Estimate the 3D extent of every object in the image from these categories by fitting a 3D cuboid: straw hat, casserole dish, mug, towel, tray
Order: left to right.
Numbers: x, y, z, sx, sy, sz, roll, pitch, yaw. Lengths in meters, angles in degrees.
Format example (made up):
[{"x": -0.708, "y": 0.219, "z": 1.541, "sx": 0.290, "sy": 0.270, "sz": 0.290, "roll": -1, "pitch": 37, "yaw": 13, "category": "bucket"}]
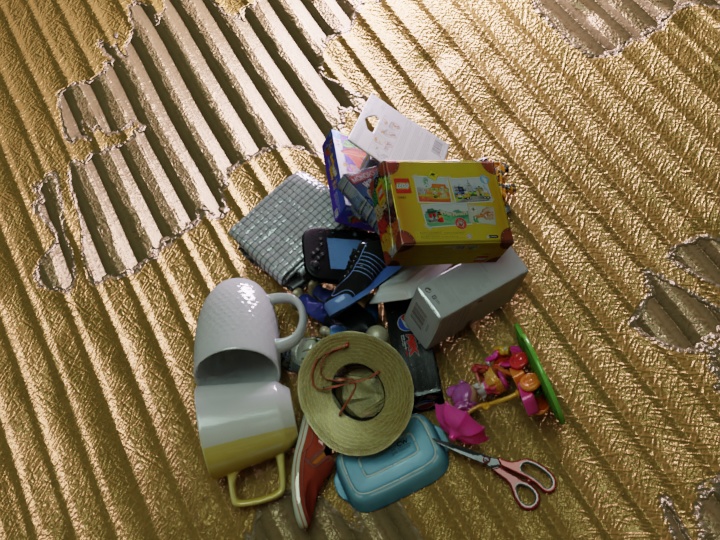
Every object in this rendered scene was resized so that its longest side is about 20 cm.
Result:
[{"x": -0.178, "y": 0.265, "z": 1.661, "sx": 0.151, "sy": 0.190, "sz": 0.150, "roll": -12, "pitch": 22, "yaw": -5, "category": "mug"}, {"x": -0.184, "y": 0.102, "z": 1.734, "sx": 0.197, "sy": 0.149, "sz": 0.177, "roll": -14, "pitch": 47, "yaw": 10, "category": "mug"}, {"x": -0.115, "y": -0.067, "z": 1.862, "sx": 0.165, "sy": 0.086, "sz": 0.200, "roll": 37, "pitch": 71, "yaw": 27, "category": "towel"}, {"x": 0.002, "y": 0.195, "z": 1.647, "sx": 0.197, "sy": 0.085, "sz": 0.205, "roll": -2, "pitch": 83, "yaw": 16, "category": "straw hat"}, {"x": 0.047, "y": 0.300, "z": 1.625, "sx": 0.198, "sy": 0.039, "sz": 0.122, "roll": -25, "pitch": 57, "yaw": -4, "category": "casserole dish"}, {"x": 0.105, "y": -0.004, "z": 1.733, "sx": 0.107, "sy": 0.022, "sz": 0.199, "roll": -9, "pitch": 23, "yaw": 48, "category": "tray"}]

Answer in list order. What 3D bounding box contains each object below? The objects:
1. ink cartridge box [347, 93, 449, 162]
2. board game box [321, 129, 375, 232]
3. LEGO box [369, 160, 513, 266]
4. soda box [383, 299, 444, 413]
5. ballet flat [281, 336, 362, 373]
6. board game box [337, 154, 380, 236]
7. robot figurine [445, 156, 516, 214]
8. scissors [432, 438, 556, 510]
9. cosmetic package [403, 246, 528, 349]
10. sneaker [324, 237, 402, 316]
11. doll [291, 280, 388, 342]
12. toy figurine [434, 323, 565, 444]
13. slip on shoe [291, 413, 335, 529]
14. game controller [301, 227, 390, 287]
[{"x": 0.062, "y": -0.206, "z": 1.768, "sx": 0.172, "sy": 0.044, "sz": 0.201, "roll": 32, "pitch": 34, "yaw": -6, "category": "ink cartridge box"}, {"x": 0.008, "y": -0.157, "z": 1.849, "sx": 0.133, "sy": 0.045, "sz": 0.202, "roll": 14, "pitch": 43, "yaw": -26, "category": "board game box"}, {"x": 0.128, "y": -0.092, "z": 1.627, "sx": 0.197, "sy": 0.077, "sz": 0.151, "roll": -2, "pitch": 65, "yaw": -20, "category": "LEGO box"}, {"x": 0.088, "y": 0.132, "z": 1.703, "sx": 0.070, "sy": 0.064, "sz": 0.203, "roll": -12, "pitch": 58, "yaw": 3, "category": "soda box"}, {"x": -0.058, "y": 0.141, "z": 1.729, "sx": 0.197, "sy": 0.072, "sz": 0.073, "roll": 7, "pitch": 60, "yaw": 17, "category": "ballet flat"}, {"x": 0.046, "y": -0.125, "z": 1.751, "sx": 0.200, "sy": 0.062, "sz": 0.199, "roll": 48, "pitch": 35, "yaw": 17, "category": "board game box"}, {"x": 0.183, "y": -0.146, "z": 1.854, "sx": 0.196, "sy": 0.058, "sz": 0.147, "roll": -5, "pitch": 59, "yaw": 11, "category": "robot figurine"}, {"x": 0.210, "y": 0.295, "z": 1.589, "sx": 0.199, "sy": 0.014, "sz": 0.073, "roll": 34, "pitch": 76, "yaw": 19, "category": "scissors"}, {"x": 0.174, "y": 0.040, "z": 1.678, "sx": 0.198, "sy": 0.102, "sz": 0.074, "roll": -26, "pitch": 66, "yaw": -27, "category": "cosmetic package"}, {"x": 0.000, "y": 0.000, "z": 1.716, "sx": 0.199, "sy": 0.070, "sz": 0.078, "roll": -37, "pitch": 90, "yaw": -35, "category": "sneaker"}, {"x": -0.026, "y": 0.075, "z": 1.745, "sx": 0.135, "sy": 0.049, "sz": 0.199, "roll": -29, "pitch": 41, "yaw": -33, "category": "doll"}, {"x": 0.201, "y": 0.192, "z": 1.611, "sx": 0.182, "sy": 0.151, "sz": 0.201, "roll": -25, "pitch": 34, "yaw": 5, "category": "toy figurine"}, {"x": -0.072, "y": 0.312, "z": 1.628, "sx": 0.060, "sy": 0.075, "sz": 0.202, "roll": 3, "pitch": 55, "yaw": 11, "category": "slip on shoe"}, {"x": -0.007, "y": -0.023, "z": 1.783, "sx": 0.197, "sy": 0.042, "sz": 0.106, "roll": 4, "pitch": 66, "yaw": -21, "category": "game controller"}]
